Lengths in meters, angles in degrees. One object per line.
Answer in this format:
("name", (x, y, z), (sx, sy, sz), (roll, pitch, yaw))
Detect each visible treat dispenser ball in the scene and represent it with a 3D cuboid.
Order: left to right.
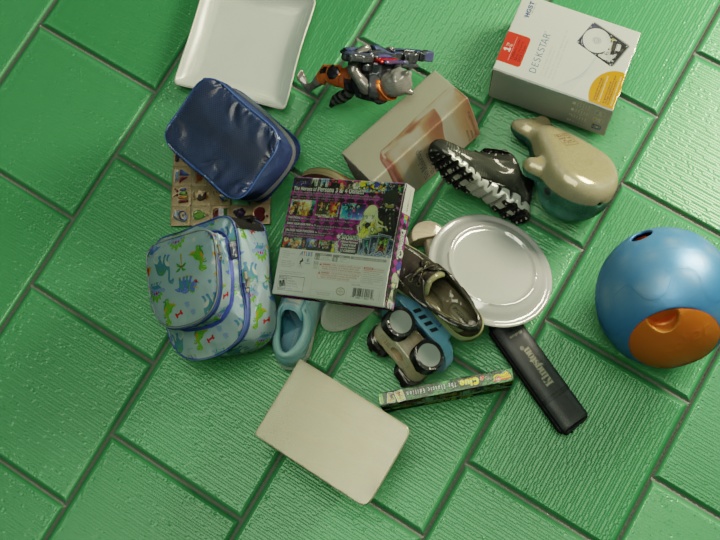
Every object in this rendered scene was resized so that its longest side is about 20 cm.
("treat dispenser ball", (0.439, 0.039, 1.596), (0.197, 0.201, 0.204), (-1, 76, 5))

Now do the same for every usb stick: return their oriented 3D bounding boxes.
("usb stick", (0.267, 0.155, 1.668), (0.055, 0.033, 0.201), (-32, 75, -8))

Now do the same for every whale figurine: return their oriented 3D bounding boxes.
("whale figurine", (0.306, -0.156, 1.716), (0.157, 0.105, 0.201), (-13, 50, -33))

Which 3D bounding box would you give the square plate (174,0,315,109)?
("square plate", (-0.190, -0.377, 1.841), (0.195, 0.028, 0.203), (13, 78, 9))

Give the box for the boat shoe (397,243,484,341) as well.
("boat shoe", (0.103, 0.019, 1.603), (0.199, 0.065, 0.073), (39, 73, 9))

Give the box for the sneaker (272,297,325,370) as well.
("sneaker", (-0.091, 0.049, 1.699), (0.073, 0.082, 0.203), (6, 77, 5))

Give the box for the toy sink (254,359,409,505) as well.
("toy sink", (-0.033, 0.245, 1.632), (0.198, 0.112, 0.131), (29, 80, 16))

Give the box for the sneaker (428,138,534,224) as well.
("sneaker", (0.192, -0.158, 1.714), (0.198, 0.066, 0.091), (31, 66, -18))

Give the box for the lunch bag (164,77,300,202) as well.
("lunch bag", (-0.202, -0.205, 1.742), (0.200, 0.132, 0.136), (42, 99, 12))

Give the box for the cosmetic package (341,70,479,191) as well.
("cosmetic package", (0.080, -0.198, 1.727), (0.200, 0.104, 0.087), (-42, 58, -4))

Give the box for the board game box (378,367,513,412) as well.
("board game box", (0.127, 0.179, 1.638), (0.197, 0.105, 0.024), (-11, 79, 3))

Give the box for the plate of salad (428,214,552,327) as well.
("plate of salad", (0.196, 0.003, 1.689), (0.197, 0.048, 0.203), (7, 56, -10))

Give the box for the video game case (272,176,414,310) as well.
("video game case", (-0.027, -0.042, 1.625), (0.197, 0.036, 0.184), (5, 81, 30))

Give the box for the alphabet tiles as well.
("alphabet tiles", (-0.226, -0.171, 1.805), (0.164, 0.008, 0.204), (-1, 76, 5))

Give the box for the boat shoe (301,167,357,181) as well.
("boat shoe", (-0.031, -0.102, 1.704), (0.198, 0.072, 0.073), (23, 76, 39))

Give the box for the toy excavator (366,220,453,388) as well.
("toy excavator", (0.096, 0.049, 1.685), (0.199, 0.100, 0.195), (-37, 83, -28))

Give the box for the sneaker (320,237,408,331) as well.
("sneaker", (0.000, 0.000, 1.718), (0.070, 0.100, 0.201), (27, 110, -24))

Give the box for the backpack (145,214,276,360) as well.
("backpack", (-0.228, 0.032, 1.669), (0.181, 0.146, 0.203), (-15, 84, 31))

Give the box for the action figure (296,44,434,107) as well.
("action figure", (0.024, -0.302, 1.742), (0.198, 0.192, 0.106), (-8, 106, -37))

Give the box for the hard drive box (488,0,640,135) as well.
("hard drive box", (0.321, -0.325, 1.749), (0.197, 0.077, 0.158), (20, 69, 9))
